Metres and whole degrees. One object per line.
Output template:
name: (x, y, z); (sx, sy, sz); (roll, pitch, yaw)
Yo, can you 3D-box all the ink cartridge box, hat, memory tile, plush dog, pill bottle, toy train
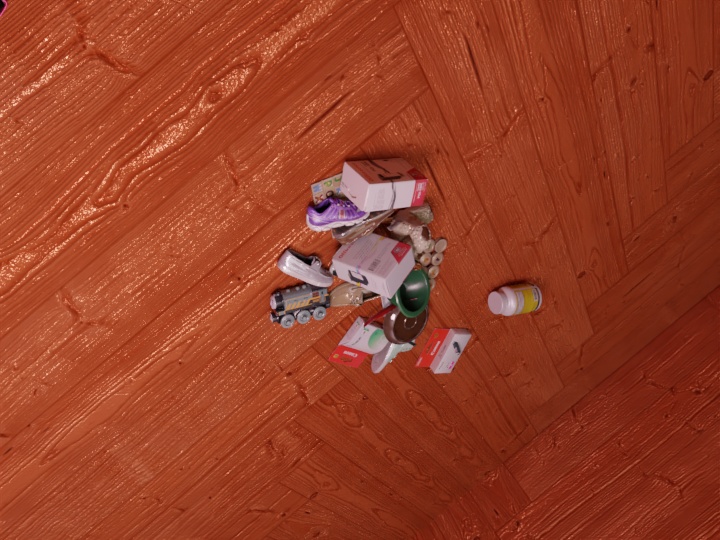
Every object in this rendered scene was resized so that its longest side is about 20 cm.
ink cartridge box: (0.064, -0.239, 1.576); (0.196, 0.147, 0.084); (-10, 129, -31)
hat: (0.108, 0.074, 1.906); (0.199, 0.174, 0.169); (-31, 108, -39)
memory tile: (0.212, -0.014, 1.928); (0.150, 0.017, 0.204); (-4, 118, -31)
ink cartridge box: (0.001, 0.268, 2.014); (0.159, 0.050, 0.202); (23, 108, -41)
ink cartridge box: (0.326, 0.318, 2.261); (0.171, 0.044, 0.203); (4, 121, -36)
plush dog: (0.149, -0.093, 1.759); (0.157, 0.202, 0.175); (-4, 124, 14)
pill bottle: (0.596, 0.114, 2.221); (0.196, 0.113, 0.114); (-6, 127, -28)
toy train: (-0.184, 0.098, 1.745); (0.196, 0.085, 0.116); (-13, 118, -21)
ink cartridge box: (0.039, -0.025, 1.672); (0.146, 0.197, 0.084); (-50, 143, -27)

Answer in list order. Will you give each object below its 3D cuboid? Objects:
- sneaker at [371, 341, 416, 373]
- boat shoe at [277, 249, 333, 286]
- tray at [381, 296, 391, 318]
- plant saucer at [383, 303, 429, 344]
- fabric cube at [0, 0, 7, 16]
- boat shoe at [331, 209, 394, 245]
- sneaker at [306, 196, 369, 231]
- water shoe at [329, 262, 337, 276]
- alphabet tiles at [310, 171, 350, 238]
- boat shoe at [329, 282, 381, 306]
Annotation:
sneaker: (0.127, 0.303, 2.097); (0.117, 0.074, 0.203); (21, 109, -34)
boat shoe: (-0.152, -0.012, 1.689); (0.197, 0.072, 0.069); (24, 111, -32)
tray: (0.119, 0.119, 1.970); (0.106, 0.022, 0.203); (-28, 128, -22)
plant saucer: (0.167, 0.173, 1.994); (0.197, 0.032, 0.205); (-15, 118, -29)
fabric cube: (-0.703, -0.447, 0.901); (0.196, 0.200, 0.200); (-44, 135, 6)
boat shoe: (0.012, -0.141, 1.677); (0.197, 0.076, 0.072); (-26, 139, 1)
sneaker: (-0.057, -0.171, 1.603); (0.196, 0.081, 0.085); (-18, 126, -18)
water shoe: (0.000, 0.000, 1.779); (0.196, 0.079, 0.073); (-2, 125, -31)
alphabet tiles: (-0.052, -0.190, 1.649); (0.164, 0.008, 0.203); (-23, 133, -15)
boat shoe: (-0.011, 0.078, 1.834); (0.196, 0.066, 0.073); (-17, 134, -8)
